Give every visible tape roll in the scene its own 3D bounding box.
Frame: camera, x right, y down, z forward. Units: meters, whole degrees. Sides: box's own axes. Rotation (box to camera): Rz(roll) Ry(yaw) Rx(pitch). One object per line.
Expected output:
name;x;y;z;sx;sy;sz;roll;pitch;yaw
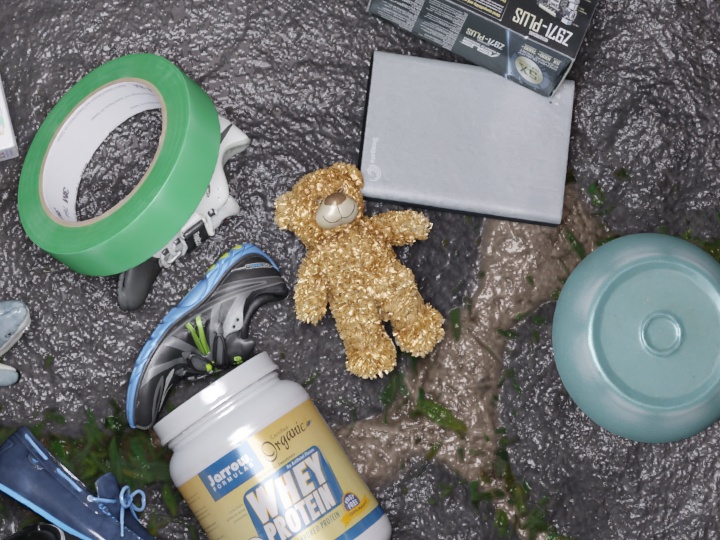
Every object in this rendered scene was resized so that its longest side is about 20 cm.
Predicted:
tape roll;-0.216;-0.095;1.593;0.199;0.048;0.202;-19;55;28

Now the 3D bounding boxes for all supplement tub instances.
supplement tub;-0.079;0.189;1.584;0.144;0.145;0.201;-33;87;-10

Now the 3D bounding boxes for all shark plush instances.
shark plush;-0.391;0.062;1.595;0.197;0.083;0.092;-6;83;-8

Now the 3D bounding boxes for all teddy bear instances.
teddy bear;0.000;0.000;1.646;0.143;0.067;0.203;-9;94;5

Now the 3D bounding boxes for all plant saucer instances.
plant saucer;0.282;0.062;1.702;0.197;0.036;0.203;1;82;-7

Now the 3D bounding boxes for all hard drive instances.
hard drive;0.099;-0.125;1.708;0.197;0.033;0.141;8;81;-5

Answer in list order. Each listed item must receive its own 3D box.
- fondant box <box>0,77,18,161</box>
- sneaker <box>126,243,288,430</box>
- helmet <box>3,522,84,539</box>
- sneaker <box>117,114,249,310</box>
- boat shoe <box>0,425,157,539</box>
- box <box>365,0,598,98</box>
fondant box;-0.425;-0.154;1.636;0.198;0.058;0.146;-14;84;-8
sneaker;-0.141;0.067;1.632;0.083;0.071;0.200;39;76;6
helmet;-0.256;0.335;1.519;0.200;0.200;0.191;-40;114;-10
sneaker;-0.160;-0.051;1.638;0.088;0.074;0.202;21;81;-1
boat shoe;-0.238;0.207;1.596;0.199;0.084;0.069;33;76;-4
box;0.129;-0.286;1.691;0.198;0.086;0.165;24;68;-2
